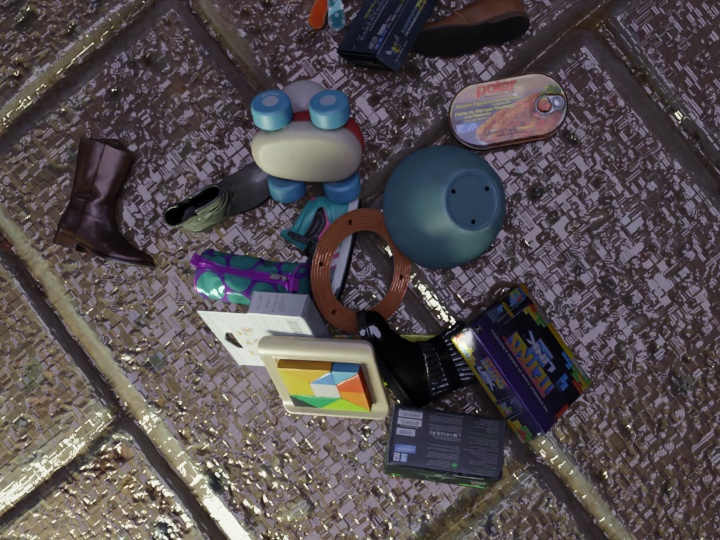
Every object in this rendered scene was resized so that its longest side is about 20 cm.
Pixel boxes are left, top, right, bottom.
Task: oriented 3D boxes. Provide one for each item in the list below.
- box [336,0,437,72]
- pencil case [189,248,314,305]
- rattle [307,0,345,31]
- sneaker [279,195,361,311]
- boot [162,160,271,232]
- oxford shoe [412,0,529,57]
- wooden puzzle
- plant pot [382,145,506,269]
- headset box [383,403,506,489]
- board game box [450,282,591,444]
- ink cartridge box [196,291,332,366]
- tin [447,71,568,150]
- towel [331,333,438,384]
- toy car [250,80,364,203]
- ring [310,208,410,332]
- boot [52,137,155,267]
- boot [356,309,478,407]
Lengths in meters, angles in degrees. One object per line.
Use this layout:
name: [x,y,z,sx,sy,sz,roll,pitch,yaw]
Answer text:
box: [0.056,-0.419,1.432,0.051,0.158,0.201,30,91,-29]
pencil case: [-0.170,0.015,1.437,0.198,0.092,0.086,7,69,24]
rattle: [-0.035,-0.501,1.438,0.130,0.143,0.200,43,92,12]
sneaker: [-0.075,-0.031,1.468,0.120,0.084,0.202,12,92,4]
boot: [-0.216,-0.121,1.450,0.199,0.131,0.068,-33,88,1]
oxford shoe: [0.174,-0.406,1.481,0.198,0.071,0.072,-11,61,2]
wooden puzzle: [-0.056,0.176,1.410,0.183,0.201,0.037,2,51,13]
plant pot: [0.149,-0.105,1.407,0.198,0.135,0.202,0,89,-16]
headset box: [0.126,0.279,1.404,0.172,0.200,0.094,8,73,1]
board game box: [0.257,0.143,1.419,0.165,0.057,0.201,-34,88,-44]
ink cartridge box: [-0.140,0.098,1.413,0.172,0.200,0.044,4,61,17]
tin: [0.242,-0.262,1.481,0.198,0.042,0.113,-9,93,2]
towel: [0.033,0.149,1.496,0.198,0.018,0.087,-1,95,1]
toy car: [-0.073,-0.241,1.435,0.175,0.185,0.201,1,49,9]
ring: [0.000,0.000,1.443,0.199,0.019,0.202,-6,101,-36]
boot: [-0.404,-0.117,1.497,0.185,0.064,0.202,17,85,0]
boot: [0.099,0.119,1.432,0.157,0.080,0.212,-29,115,7]
